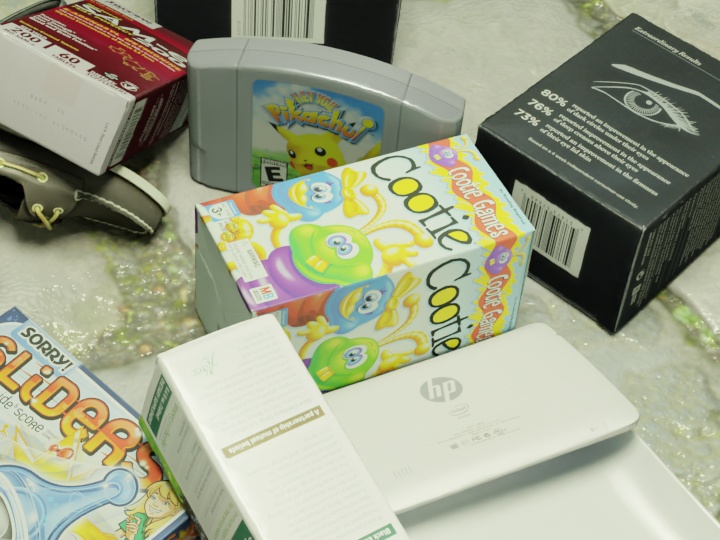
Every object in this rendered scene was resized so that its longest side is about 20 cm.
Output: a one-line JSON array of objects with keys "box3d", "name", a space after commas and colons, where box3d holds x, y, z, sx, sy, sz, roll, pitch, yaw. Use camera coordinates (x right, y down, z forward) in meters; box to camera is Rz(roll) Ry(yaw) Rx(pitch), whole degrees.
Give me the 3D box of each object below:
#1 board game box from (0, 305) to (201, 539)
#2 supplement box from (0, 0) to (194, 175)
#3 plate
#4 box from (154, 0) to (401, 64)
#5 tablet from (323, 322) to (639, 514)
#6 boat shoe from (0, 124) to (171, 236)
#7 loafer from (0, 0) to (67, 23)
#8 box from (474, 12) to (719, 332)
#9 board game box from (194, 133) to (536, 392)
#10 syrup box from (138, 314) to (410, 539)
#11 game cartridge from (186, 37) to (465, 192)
[{"box3d": [-0.197, 0.120, 0.903, 0.199, 0.035, 0.135, 36, 53, 25], "name": "board game box"}, {"box3d": [-0.184, -0.137, 1.064, 0.108, 0.061, 0.200, 28, 19, 3], "name": "supplement box"}, {"box3d": [0.125, 0.185, 0.880, 0.198, 0.033, 0.200, -23, 53, -25], "name": "plate"}, {"box3d": [-0.066, -0.272, 1.238, 0.194, 0.118, 0.201, 2, 47, -4], "name": "box"}, {"box3d": [0.061, 0.091, 0.948, 0.198, 0.014, 0.130, -16, 33, -19], "name": "tablet"}, {"box3d": [-0.231, -0.063, 1.038, 0.200, 0.072, 0.061, 24, 69, -14], "name": "boat shoe"}, {"box3d": [-0.295, -0.145, 1.122, 0.068, 0.071, 0.200, 34, 52, 25], "name": "loafer"}, {"box3d": [0.192, -0.077, 1.088, 0.148, 0.105, 0.199, 36, 52, 26], "name": "box"}, {"box3d": [0.000, 0.000, 0.993, 0.198, 0.104, 0.105, -16, 50, -20], "name": "board game box"}, {"box3d": [-0.042, 0.134, 0.844, 0.081, 0.079, 0.201, -20, 65, -28], "name": "syrup box"}, {"box3d": [-0.028, -0.099, 1.065, 0.198, 0.134, 0.041, 12, 45, 7], "name": "game cartridge"}]
